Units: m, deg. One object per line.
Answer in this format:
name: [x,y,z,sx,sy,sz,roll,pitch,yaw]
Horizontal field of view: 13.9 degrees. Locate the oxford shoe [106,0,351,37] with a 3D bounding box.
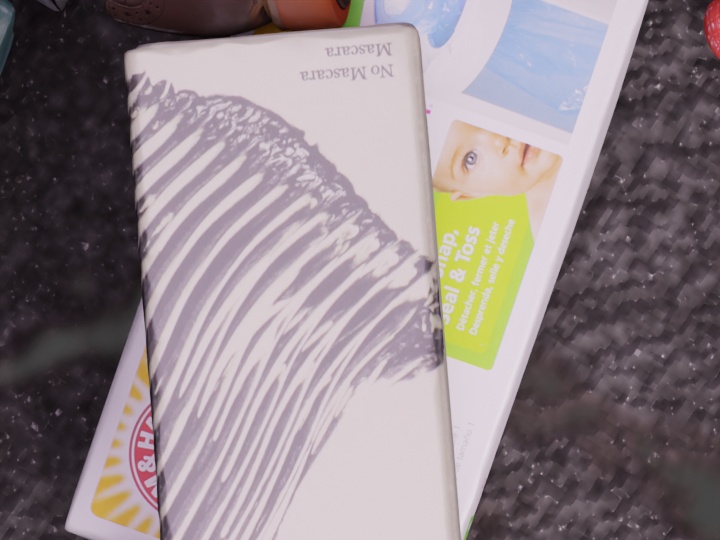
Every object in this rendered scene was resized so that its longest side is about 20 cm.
oxford shoe: [-0.045,-0.163,0.801,0.072,0.071,0.202,-5,81,10]

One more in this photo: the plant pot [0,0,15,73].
plant pot: [-0.215,-0.050,0.844,0.195,0.200,0.201,25,88,-5]

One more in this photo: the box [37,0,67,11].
box: [-0.119,-0.211,0.886,0.176,0.097,0.201,29,88,3]

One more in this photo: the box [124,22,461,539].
box: [-0.015,0.040,0.780,0.082,0.068,0.202,-6,86,0]

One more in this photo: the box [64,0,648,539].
box: [0.000,0.000,0.867,0.112,0.101,0.201,18,87,3]

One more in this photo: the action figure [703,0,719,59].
action figure: [0.202,-0.055,0.877,0.198,0.065,0.100,-1,70,2]
